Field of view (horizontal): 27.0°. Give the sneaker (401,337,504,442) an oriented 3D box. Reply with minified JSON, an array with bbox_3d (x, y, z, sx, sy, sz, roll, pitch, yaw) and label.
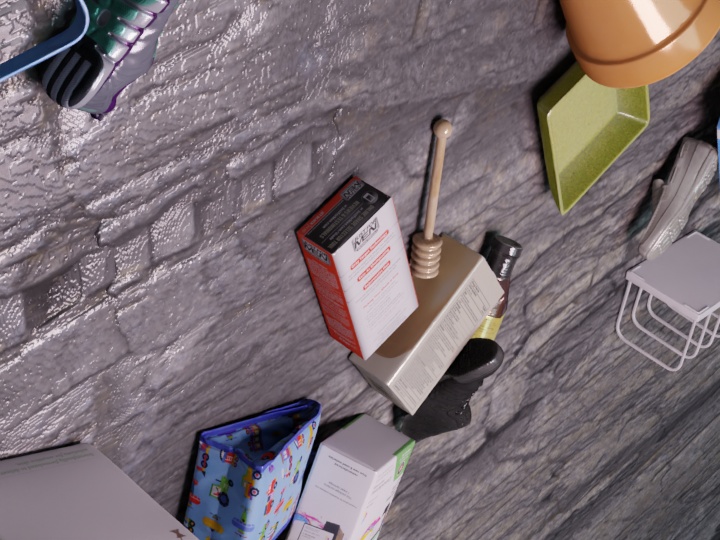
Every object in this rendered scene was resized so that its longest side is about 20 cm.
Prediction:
[{"bbox_3d":[0.120,0.158,1.932,0.104,0.198,0.060,45,35,-33],"label":"sneaker"}]

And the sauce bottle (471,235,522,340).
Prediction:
[{"bbox_3d":[0.158,0.054,1.962,0.066,0.066,0.202,-1,119,-53],"label":"sauce bottle"}]

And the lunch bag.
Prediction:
[{"bbox_3d":[-0.107,0.243,1.751,0.199,0.093,0.152,-23,132,-56],"label":"lunch bag"}]

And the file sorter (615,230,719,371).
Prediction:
[{"bbox_3d":[0.521,0.049,2.389,0.199,0.138,0.126,-27,139,-40],"label":"file sorter"}]

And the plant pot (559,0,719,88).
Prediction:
[{"bbox_3d":[0.311,-0.334,1.753,0.201,0.199,0.140,-53,131,-7],"label":"plant pot"}]

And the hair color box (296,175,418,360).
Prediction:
[{"bbox_3d":[0.000,0.000,1.706,0.101,0.061,0.201,-44,146,-22],"label":"hair color box"}]

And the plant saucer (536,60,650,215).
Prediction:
[{"bbox_3d":[0.296,-0.207,1.952,0.200,0.048,0.201,-45,146,-21],"label":"plant saucer"}]

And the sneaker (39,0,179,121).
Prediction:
[{"bbox_3d":[-0.190,-0.219,1.273,0.201,0.074,0.087,-50,162,4],"label":"sneaker"}]

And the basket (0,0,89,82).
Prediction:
[{"bbox_3d":[-0.301,-0.186,1.066,0.199,0.139,0.177,-37,142,-13],"label":"basket"}]

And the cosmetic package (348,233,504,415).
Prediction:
[{"bbox_3d":[0.084,0.067,1.866,0.201,0.071,0.105,-52,147,-11],"label":"cosmetic package"}]

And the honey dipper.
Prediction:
[{"bbox_3d":[0.087,-0.087,1.782,0.038,0.038,0.202,-23,129,-43],"label":"honey dipper"}]

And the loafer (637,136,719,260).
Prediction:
[{"bbox_3d":[0.464,-0.108,2.242,0.201,0.069,0.070,-57,157,-11],"label":"loafer"}]

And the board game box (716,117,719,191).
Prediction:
[{"bbox_3d":[0.594,-0.224,2.278,0.197,0.055,0.201,69,38,-51],"label":"board game box"}]

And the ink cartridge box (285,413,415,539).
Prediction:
[{"bbox_3d":[-0.021,0.299,1.871,0.145,0.083,0.202,-25,138,-67],"label":"ink cartridge box"}]

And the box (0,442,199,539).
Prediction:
[{"bbox_3d":[-0.294,0.297,1.422,0.198,0.199,0.173,-6,123,-51],"label":"box"}]
